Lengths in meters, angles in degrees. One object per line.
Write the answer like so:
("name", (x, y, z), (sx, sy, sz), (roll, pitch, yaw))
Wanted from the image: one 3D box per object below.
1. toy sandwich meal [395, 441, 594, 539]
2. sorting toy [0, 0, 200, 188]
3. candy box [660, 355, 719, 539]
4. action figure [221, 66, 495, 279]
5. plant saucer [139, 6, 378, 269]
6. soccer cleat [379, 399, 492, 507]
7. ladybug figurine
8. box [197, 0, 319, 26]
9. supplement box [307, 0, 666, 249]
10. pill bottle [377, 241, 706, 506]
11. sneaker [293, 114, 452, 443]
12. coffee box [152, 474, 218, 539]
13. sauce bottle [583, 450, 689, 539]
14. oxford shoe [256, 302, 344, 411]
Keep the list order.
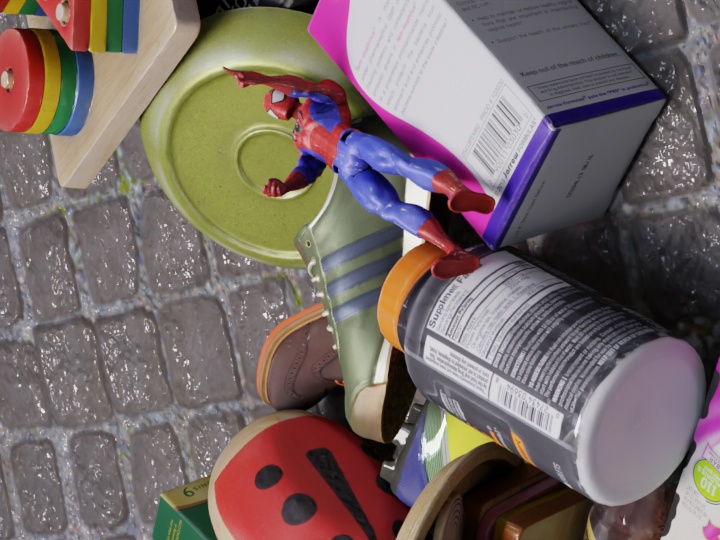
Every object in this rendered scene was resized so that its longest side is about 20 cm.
("toy sandwich meal", (0.079, 0.197, 1.740), (0.070, 0.205, 0.207), (17, 115, 26))
("sorting toy", (-0.192, -0.189, 1.880), (0.200, 0.069, 0.200), (-47, 49, 49))
("candy box", (0.250, 0.128, 1.620), (0.136, 0.061, 0.201), (38, 128, 36))
("action figure", (-0.018, -0.064, 1.699), (0.200, 0.098, 0.066), (39, 121, 47))
("plant saucer", (-0.052, -0.075, 1.850), (0.198, 0.031, 0.201), (9, 128, 11))
("soccer cleat", (0.081, 0.076, 1.820), (0.083, 0.065, 0.201), (28, 122, 7))
("ladybug figurine", (-0.023, 0.161, 1.888), (0.200, 0.135, 0.072), (50, 141, 39))
("box", (-0.090, -0.202, 1.906), (0.200, 0.086, 0.164), (53, 135, 26))
("supplement box", (0.072, -0.124, 1.724), (0.200, 0.103, 0.102), (50, 135, 26))
("pill bottle", (0.098, 0.050, 1.677), (0.200, 0.106, 0.107), (30, 123, 43))
("sneaker", (0.000, 0.000, 1.789), (0.089, 0.067, 0.202), (12, 92, 20))
("coffee box", (-0.035, 0.203, 1.932), (0.200, 0.122, 0.044), (41, 134, 36))
("sauce bottle", (0.165, 0.169, 1.733), (0.066, 0.066, 0.201), (31, 119, 40))
("oxford shoe", (-0.008, 0.055, 1.887), (0.200, 0.071, 0.073), (-49, 58, 50))
